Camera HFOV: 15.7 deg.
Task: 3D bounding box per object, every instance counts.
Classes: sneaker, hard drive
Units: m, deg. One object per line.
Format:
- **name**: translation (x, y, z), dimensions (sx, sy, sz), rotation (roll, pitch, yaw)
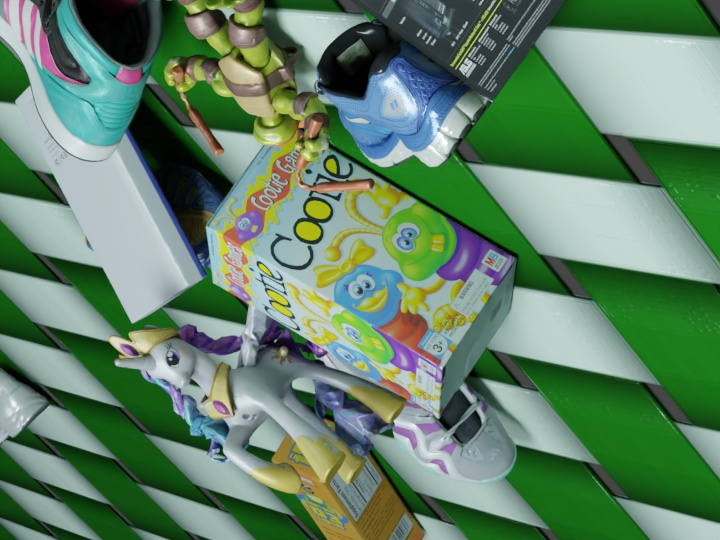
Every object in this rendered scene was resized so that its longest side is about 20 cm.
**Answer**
- **sneaker**: translation (0.054, 0.091, 2.040), dimensions (0.200, 0.078, 0.140), rotation (37, 161, -5)
- **hard drive**: translation (-0.196, -0.065, 2.035), dimensions (0.201, 0.025, 0.132), rotation (62, 153, 1)
- **sneaker**: translation (-0.417, 0.154, 3.000), dimensions (0.080, 0.070, 0.200), rotation (47, 154, -4)
- **sneaker**: translation (-0.203, -0.190, 1.821), dimensions (0.121, 0.083, 0.201), rotation (-48, 65, 40)
- **sneaker**: translation (0.018, -0.117, 1.595), dimensions (0.089, 0.079, 0.200), rotation (41, 172, -11)
- **sneaker**: translation (-0.143, -0.036, 2.115), dimensions (0.088, 0.076, 0.200), rotation (25, 169, -28)

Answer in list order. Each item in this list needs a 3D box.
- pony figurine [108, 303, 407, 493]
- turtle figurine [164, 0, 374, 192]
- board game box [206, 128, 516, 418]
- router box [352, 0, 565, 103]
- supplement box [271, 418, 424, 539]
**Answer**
- **pony figurine**: translation (-0.070, 0.075, 1.967), dimensions (0.199, 0.193, 0.167), rotation (33, 125, 14)
- **turtle figurine**: translation (-0.068, -0.134, 1.746), dimensions (0.200, 0.064, 0.162), rotation (29, 154, 42)
- **board game box**: translation (0.000, 0.000, 1.881), dimensions (0.199, 0.103, 0.105), rotation (31, 160, 13)
- **router box**: translation (0.049, -0.188, 1.427), dimensions (0.149, 0.062, 0.200), rotation (35, 161, -1)
- **supplement box**: translation (-0.011, 0.213, 2.448), dimensions (0.066, 0.069, 0.200), rotation (18, 152, 35)
